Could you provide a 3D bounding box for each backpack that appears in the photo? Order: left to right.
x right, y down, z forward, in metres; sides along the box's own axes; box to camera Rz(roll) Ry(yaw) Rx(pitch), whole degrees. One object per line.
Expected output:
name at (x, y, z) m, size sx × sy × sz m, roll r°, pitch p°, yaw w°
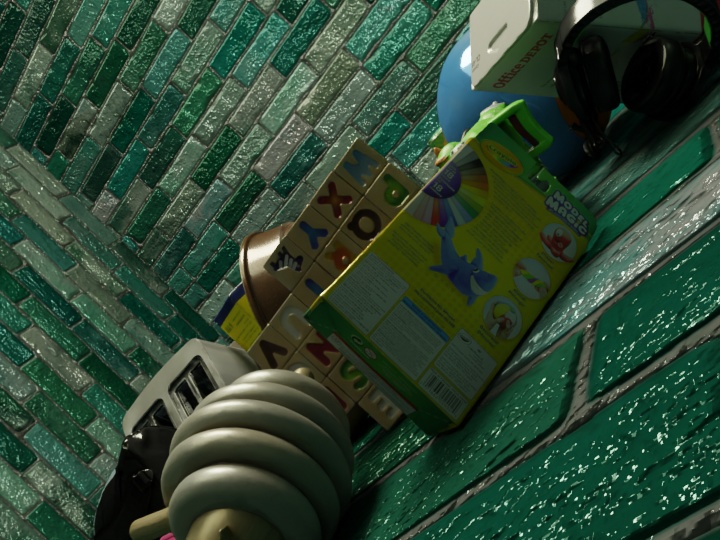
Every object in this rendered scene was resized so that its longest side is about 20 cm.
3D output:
backpack at (-0.211, 0.273, 0.802) m, size 0.200 × 0.163 × 0.154 m, roll -53°, pitch -10°, yaw 23°

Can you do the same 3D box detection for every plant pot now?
plant pot at (0.000, 0.000, 0.846) m, size 0.198 × 0.201 × 0.200 m, roll -29°, pitch 6°, yaw 17°

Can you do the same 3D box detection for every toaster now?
toaster at (-0.202, 0.205, 0.992) m, size 0.181 × 0.200 × 0.119 m, roll -47°, pitch -36°, yaw 11°

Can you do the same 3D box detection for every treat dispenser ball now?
treat dispenser ball at (0.189, -0.199, 0.856) m, size 0.201 × 0.201 × 0.201 m, roll -46°, pitch 1°, yaw 1°

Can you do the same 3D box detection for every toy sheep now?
toy sheep at (-0.068, 0.133, 0.496) m, size 0.138 × 0.138 × 0.200 m, roll -46°, pitch 17°, yaw 34°

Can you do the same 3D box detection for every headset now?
headset at (0.219, -0.170, 0.622) m, size 0.200 × 0.123 × 0.094 m, roll 87°, pitch -175°, yaw -57°

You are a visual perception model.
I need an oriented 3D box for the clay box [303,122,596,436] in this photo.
clay box at (0.069, -0.002, 0.501) m, size 0.200 × 0.115 × 0.048 m, roll -46°, pitch 0°, yaw -30°

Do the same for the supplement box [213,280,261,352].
supplement box at (-0.083, 0.085, 1.001) m, size 0.110 × 0.200 × 0.109 m, roll -47°, pitch 1°, yaw -30°

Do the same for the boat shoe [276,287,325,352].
boat shoe at (0.006, 0.010, 0.638) m, size 0.200 × 0.070 × 0.070 m, roll -41°, pitch 23°, yaw 13°

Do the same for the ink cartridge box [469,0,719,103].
ink cartridge box at (0.219, -0.225, 0.687) m, size 0.148 × 0.199 × 0.086 m, roll 142°, pitch 130°, yaw -73°

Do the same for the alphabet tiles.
alphabet tiles at (0.000, 0.023, 0.591) m, size 0.200 × 0.167 × 0.008 m, roll -52°, pitch -13°, yaw 12°

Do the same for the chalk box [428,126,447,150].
chalk box at (0.181, -0.197, 1.101) m, size 0.124 × 0.200 × 0.124 m, roll -46°, pitch 1°, yaw 8°

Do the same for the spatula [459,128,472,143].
spatula at (0.085, -0.038, 0.674) m, size 0.021 × 0.056 × 0.201 m, roll -8°, pitch 67°, yaw 47°

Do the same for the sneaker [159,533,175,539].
sneaker at (-0.097, 0.203, 0.598) m, size 0.081 × 0.088 × 0.200 m, roll -26°, pitch 35°, yaw 36°

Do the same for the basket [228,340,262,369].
basket at (-0.122, 0.166, 1.138) m, size 0.136 × 0.181 × 0.200 m, roll -8°, pitch -12°, yaw -31°

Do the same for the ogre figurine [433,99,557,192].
ogre figurine at (0.128, -0.077, 0.636) m, size 0.098 × 0.120 × 0.200 m, roll -15°, pitch 21°, yaw 48°

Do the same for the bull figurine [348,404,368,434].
bull figurine at (-0.007, 0.111, 0.709) m, size 0.200 × 0.065 × 0.121 m, roll -44°, pitch -3°, yaw 10°
